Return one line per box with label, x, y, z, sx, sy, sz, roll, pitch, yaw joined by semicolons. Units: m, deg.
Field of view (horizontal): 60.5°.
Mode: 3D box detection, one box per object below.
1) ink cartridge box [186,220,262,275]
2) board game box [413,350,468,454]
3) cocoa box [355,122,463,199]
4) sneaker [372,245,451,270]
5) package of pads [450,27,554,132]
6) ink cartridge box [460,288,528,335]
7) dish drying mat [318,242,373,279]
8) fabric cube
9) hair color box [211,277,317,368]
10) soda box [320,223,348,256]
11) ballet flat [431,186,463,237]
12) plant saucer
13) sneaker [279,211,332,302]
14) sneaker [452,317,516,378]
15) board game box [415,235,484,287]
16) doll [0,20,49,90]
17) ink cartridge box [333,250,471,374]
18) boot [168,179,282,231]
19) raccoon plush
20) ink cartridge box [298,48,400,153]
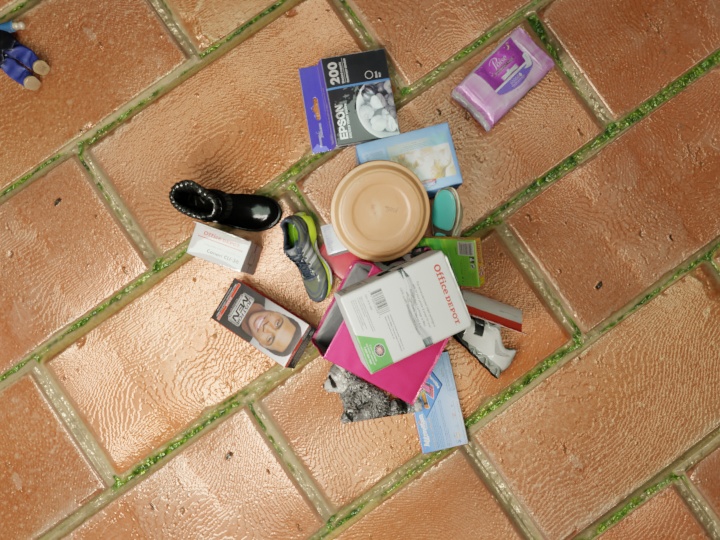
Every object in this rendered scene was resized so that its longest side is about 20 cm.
ink cartridge box;-0.275;-0.043;1.248;0.116;0.200;0.068;19;86;1
board game box;0.160;0.282;1.323;0.102;0.019;0.201;-12;87;-3
cocoa box;0.097;-0.210;1.297;0.199;0.131;0.134;-14;87;-1
sneaker;0.114;-0.014;1.270;0.199;0.080;0.087;28;100;38
package of pads;0.306;-0.413;1.340;0.200;0.076;0.121;-44;89;-3
ink cartridge box;0.250;0.075;1.246;0.162;0.200;0.057;19;87;0
dish drying mat;0.000;0.000;1.340;0.199;0.018;0.077;33;88;2
fabric cube;0.042;0.114;1.225;0.199;0.200;0.197;28;88;-12
hair color box;-0.200;0.109;1.283;0.199;0.061;0.102;29;86;18
soda box;0.022;-0.087;1.293;0.199;0.068;0.064;-15;86;5
ballet flat;0.183;-0.093;1.285;0.067;0.201;0.062;29;43;31
plant saucer;0.040;-0.116;1.217;0.199;0.032;0.202;-1;103;-5
sneaker;-0.123;-0.026;1.300;0.074;0.081;0.201;-25;82;29
sneaker;0.247;0.130;1.310;0.200;0.074;0.089;44;87;-8
board game box;0.163;-0.022;1.274;0.030;0.199;0.096;-22;109;-44
doll;-0.772;-0.483;1.346;0.200;0.048;0.137;36;96;8
ink cartridge box;0.074;0.068;1.083;0.199;0.083;0.147;-23;98;-8
boot;-0.274;-0.131;1.275;0.209;0.158;0.080;4;86;0
raccoon plush;0.021;0.245;1.305;0.199;0.097;0.135;-4;76;-20
ink cartridge box;-0.027;-0.371;1.351;0.199;0.043;0.200;-11;87;0
